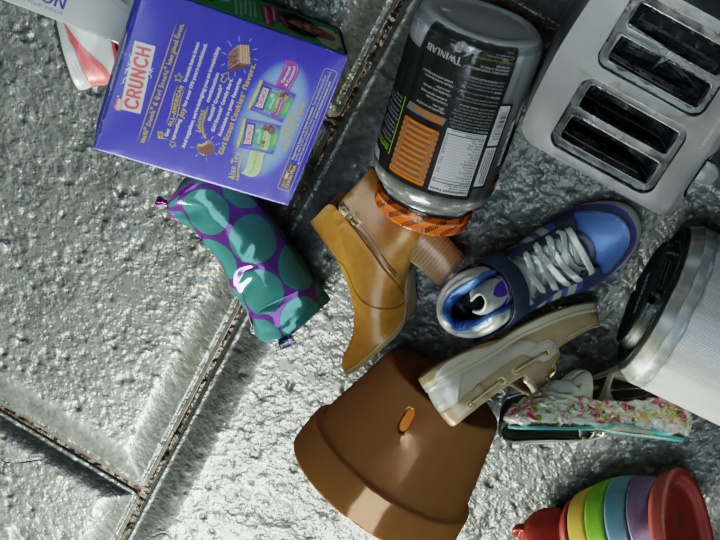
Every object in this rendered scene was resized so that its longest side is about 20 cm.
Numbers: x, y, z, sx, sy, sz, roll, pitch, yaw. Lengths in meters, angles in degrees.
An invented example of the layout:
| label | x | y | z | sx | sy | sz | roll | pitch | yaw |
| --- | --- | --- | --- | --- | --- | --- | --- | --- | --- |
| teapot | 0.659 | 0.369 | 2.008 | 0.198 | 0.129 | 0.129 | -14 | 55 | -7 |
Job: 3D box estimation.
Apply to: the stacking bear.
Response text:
| label | x | y | z | sx | sy | sz | roll | pitch | yaw |
| --- | --- | --- | --- | --- | --- | --- | --- | --- | --- |
| stacking bear | 0.259 | 0.281 | 1.296 | 0.199 | 0.114 | 0.121 | -20 | 139 | 35 |

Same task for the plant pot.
| label | x | y | z | sx | sy | sz | roll | pitch | yaw |
| --- | --- | --- | --- | --- | --- | --- | --- | --- | --- |
| plant pot | 0.049 | 0.176 | 1.269 | 0.199 | 0.200 | 0.140 | 33 | 104 | -1 |

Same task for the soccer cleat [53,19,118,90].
| label | x | y | z | sx | sy | sz | roll | pitch | yaw |
| --- | --- | --- | --- | --- | --- | --- | --- | --- | --- |
| soccer cleat | -0.278 | -0.283 | 1.209 | 0.073 | 0.068 | 0.201 | -13 | 110 | -2 |

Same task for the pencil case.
| label | x | y | z | sx | sy | sz | roll | pitch | yaw |
| --- | --- | --- | --- | --- | --- | --- | --- | --- | --- |
| pencil case | -0.119 | -0.018 | 1.273 | 0.092 | 0.085 | 0.201 | -31 | 104 | 10 |

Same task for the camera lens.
| label | x | y | z | sx | sy | sz | roll | pitch | yaw |
| --- | --- | --- | --- | --- | --- | --- | --- | --- | --- |
| camera lens | 0.350 | 0.063 | 1.128 | 0.199 | 0.160 | 0.161 | 25 | 120 | 3 |

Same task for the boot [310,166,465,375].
| label | x | y | z | sx | sy | sz | roll | pitch | yaw |
| --- | --- | --- | --- | --- | --- | --- | --- | --- | --- |
| boot | 0.000 | 0.000 | 1.263 | 0.144 | 0.071 | 0.201 | 41 | 117 | 1 |

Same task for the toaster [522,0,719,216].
| label | x | y | z | sx | sy | sz | roll | pitch | yaw |
| --- | --- | --- | --- | --- | --- | --- | --- | --- | --- |
| toaster | 0.247 | -0.174 | 1.064 | 0.199 | 0.119 | 0.181 | 29 | 119 | 0 |

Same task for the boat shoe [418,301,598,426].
| label | x | y | z | sx | sy | sz | roll | pitch | yaw |
| --- | --- | --- | --- | --- | --- | --- | --- | --- | --- |
| boat shoe | 0.155 | 0.093 | 1.203 | 0.199 | 0.074 | 0.070 | -24 | 84 | -15 |

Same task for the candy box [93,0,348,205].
| label | x | y | z | sx | sy | sz | roll | pitch | yaw |
| --- | --- | --- | --- | --- | --- | --- | --- | --- | --- |
| candy box | -0.135 | -0.175 | 1.161 | 0.199 | 0.077 | 0.170 | 16 | 116 | -19 |

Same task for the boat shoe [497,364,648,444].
| label | x | y | z | sx | sy | sz | roll | pitch | yaw |
| --- | --- | --- | --- | --- | --- | --- | --- | --- | --- |
| boat shoe | 0.239 | 0.147 | 1.257 | 0.199 | 0.064 | 0.071 | -13 | 111 | 21 |

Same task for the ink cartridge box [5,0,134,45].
| label | x | y | z | sx | sy | sz | roll | pitch | yaw |
| --- | --- | --- | --- | --- | --- | --- | --- | --- | --- |
| ink cartridge box | -0.218 | -0.312 | 1.135 | 0.198 | 0.041 | 0.201 | 18 | 116 | -17 |

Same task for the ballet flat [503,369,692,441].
| label | x | y | z | sx | sy | sz | roll | pitch | yaw |
| --- | --- | --- | --- | --- | --- | --- | --- | --- | --- |
| ballet flat | 0.231 | 0.128 | 1.183 | 0.199 | 0.076 | 0.064 | 6 | 84 | -19 |

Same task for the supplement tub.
| label | x | y | z | sx | sy | sz | roll | pitch | yaw |
| --- | --- | --- | --- | --- | --- | --- | --- | --- | --- |
| supplement tub | 0.084 | -0.141 | 1.129 | 0.122 | 0.123 | 0.201 | 21 | 120 | 6 |

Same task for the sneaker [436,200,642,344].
| label | x | y | z | sx | sy | sz | roll | pitch | yaw |
| --- | --- | --- | --- | --- | --- | --- | --- | --- | --- |
| sneaker | 0.165 | 0.007 | 1.158 | 0.199 | 0.146 | 0.081 | -24 | 95 | 28 |
